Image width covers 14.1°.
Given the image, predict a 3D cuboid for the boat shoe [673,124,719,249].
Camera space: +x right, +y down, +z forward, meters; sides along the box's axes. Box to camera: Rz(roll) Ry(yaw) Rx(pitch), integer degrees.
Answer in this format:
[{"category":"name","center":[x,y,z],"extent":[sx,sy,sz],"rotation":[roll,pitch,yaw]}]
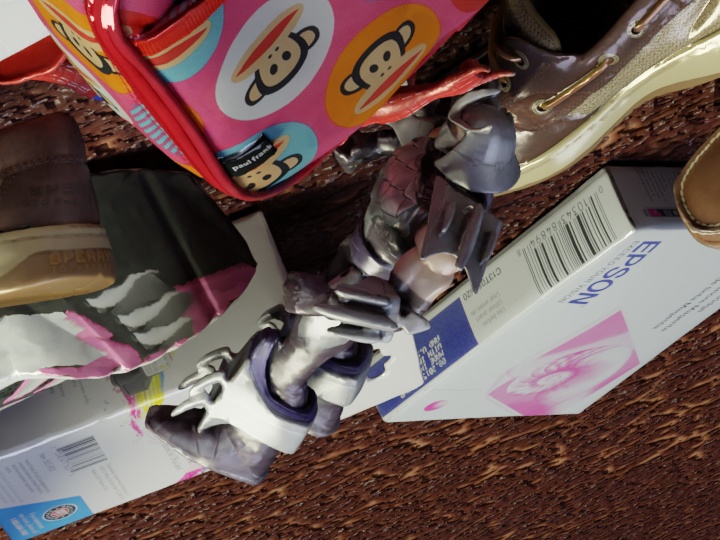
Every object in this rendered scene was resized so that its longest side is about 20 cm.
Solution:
[{"category":"boat shoe","center":[0.214,-0.083,1.258],"extent":[0.200,0.076,0.072],"rotation":[-38,151,17]}]

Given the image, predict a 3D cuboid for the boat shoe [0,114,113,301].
[{"category":"boat shoe","center":[-0.171,-0.018,1.020],"extent":[0.200,0.072,0.072],"rotation":[-8,179,39]}]

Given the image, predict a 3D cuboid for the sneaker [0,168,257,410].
[{"category":"sneaker","center":[-0.142,0.017,1.171],"extent":[0.200,0.080,0.086],"rotation":[-21,-178,-5]}]

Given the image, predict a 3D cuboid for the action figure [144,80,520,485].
[{"category":"action figure","center":[0.000,0.000,1.095],"extent":[0.200,0.069,0.130],"rotation":[-52,-175,37]}]

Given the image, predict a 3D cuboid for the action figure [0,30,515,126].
[{"category":"action figure","center":[-0.028,-0.088,1.004],"extent":[0.099,0.065,0.200],"rotation":[-24,161,32]}]

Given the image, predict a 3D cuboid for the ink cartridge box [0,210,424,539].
[{"category":"ink cartridge box","center":[-0.079,0.041,1.270],"extent":[0.200,0.068,0.115],"rotation":[-20,159,-2]}]

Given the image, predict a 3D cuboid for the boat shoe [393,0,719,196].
[{"category":"boat shoe","center":[0.081,-0.092,1.122],"extent":[0.200,0.072,0.072],"rotation":[-24,131,37]}]

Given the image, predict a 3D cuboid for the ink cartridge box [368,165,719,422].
[{"category":"ink cartridge box","center":[0.134,0.013,1.450],"extent":[0.200,0.043,0.196],"rotation":[0,150,-41]}]

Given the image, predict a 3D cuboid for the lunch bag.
[{"category":"lunch bag","center":[-0.012,-0.132,0.809],"extent":[0.200,0.082,0.176],"rotation":[-48,150,-7]}]

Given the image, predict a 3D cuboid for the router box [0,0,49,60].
[{"category":"router box","center":[-0.139,-0.119,0.845],"extent":[0.179,0.049,0.200],"rotation":[-27,159,13]}]
